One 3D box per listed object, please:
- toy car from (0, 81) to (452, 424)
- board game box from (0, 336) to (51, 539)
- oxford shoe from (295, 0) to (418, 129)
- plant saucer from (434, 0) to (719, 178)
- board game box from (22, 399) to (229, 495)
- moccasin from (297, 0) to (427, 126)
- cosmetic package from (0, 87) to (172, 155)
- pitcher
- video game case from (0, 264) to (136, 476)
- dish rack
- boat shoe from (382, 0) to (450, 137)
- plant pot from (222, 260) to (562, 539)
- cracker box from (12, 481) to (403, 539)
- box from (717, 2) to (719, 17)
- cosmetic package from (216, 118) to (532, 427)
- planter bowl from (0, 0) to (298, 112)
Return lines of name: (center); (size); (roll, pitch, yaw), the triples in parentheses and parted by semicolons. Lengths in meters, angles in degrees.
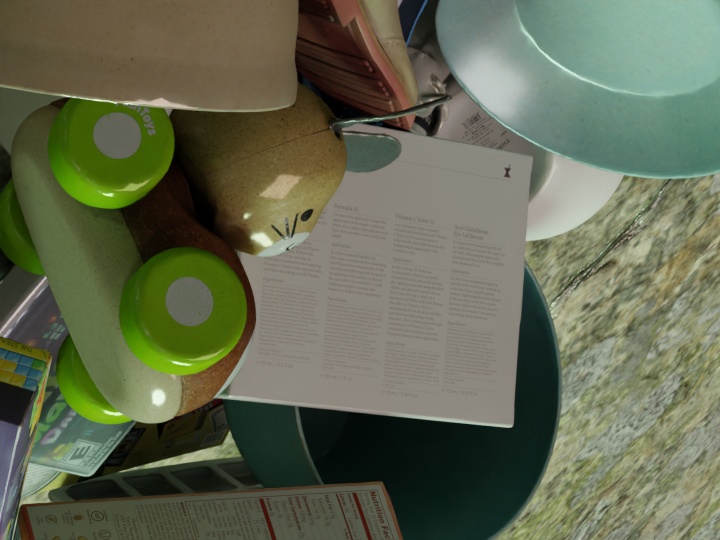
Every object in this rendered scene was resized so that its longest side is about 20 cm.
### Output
toy car: (-0.053, -0.030, 1.321); (0.200, 0.158, 0.164); (-22, 175, -22)
board game box: (-0.252, 0.100, 1.386); (0.057, 0.165, 0.200); (-71, 179, -47)
oxford shoe: (0.001, -0.137, 1.401); (0.075, 0.070, 0.200); (-61, 158, -16)
plant saucer: (0.141, -0.125, 1.515); (0.201, 0.200, 0.039); (85, 23, -58)
board game box: (-0.134, 0.061, 1.629); (0.200, 0.035, 0.136); (-11, 139, -49)
moccasin: (-0.015, -0.136, 1.504); (0.068, 0.080, 0.200); (5, 111, -52)
cosmetic package: (-0.110, -0.140, 1.366); (0.082, 0.051, 0.200); (-15, 142, -49)
pitcher: (0.096, -0.069, 1.709); (0.172, 0.121, 0.200); (-42, 171, 23)
video game case: (-0.135, 0.023, 1.489); (0.200, 0.023, 0.182); (-49, 154, 10)
dish rack: (-0.072, 0.161, 1.624); (0.171, 0.200, 0.044); (-5, 105, -33)
boat shoe: (0.019, -0.100, 1.597); (0.200, 0.066, 0.072); (-42, 154, -7)
plant pot: (-0.002, 0.064, 1.587); (0.200, 0.135, 0.201); (4, 84, -40)
cracker box: (-0.087, 0.178, 1.458); (0.199, 0.058, 0.134); (-1, 136, -20)
box: (0.214, -0.266, 1.527); (0.200, 0.164, 0.166); (-38, 153, -14)
cosmetic package: (0.000, 0.000, 1.470); (0.200, 0.052, 0.151); (9, 86, -40)
planter bowl: (-0.117, -0.154, 1.207); (0.200, 0.200, 0.135); (-6, 109, -52)
